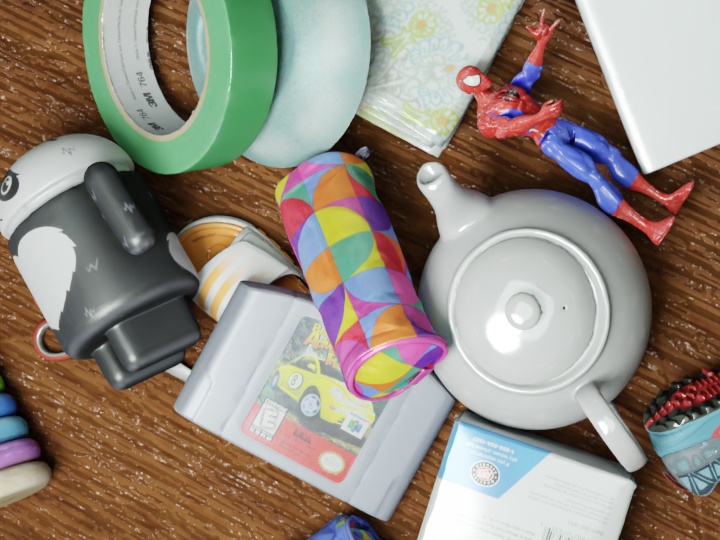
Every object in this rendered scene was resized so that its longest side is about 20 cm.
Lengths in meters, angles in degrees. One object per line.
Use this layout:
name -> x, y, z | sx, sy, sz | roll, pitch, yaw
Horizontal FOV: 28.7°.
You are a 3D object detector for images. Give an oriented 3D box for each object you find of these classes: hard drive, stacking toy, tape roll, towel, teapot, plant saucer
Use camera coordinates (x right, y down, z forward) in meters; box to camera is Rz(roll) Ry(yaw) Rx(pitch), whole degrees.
hard drive -> 0.242, -0.193, 1.081 | 0.130, 0.026, 0.202 | -22, 96, 9
stacking toy -> -0.329, 0.098, 1.181 | 0.084, 0.085, 0.202 | -23, 80, 9
tape roll -> -0.145, -0.178, 1.100 | 0.199, 0.048, 0.203 | 15, 111, 44
towel -> 0.037, -0.215, 1.126 | 0.170, 0.048, 0.202 | 29, 95, 6
teapot -> 0.131, 0.034, 1.058 | 0.197, 0.146, 0.200 | 10, 92, 9
plant saucer -> -0.079, -0.180, 1.101 | 0.199, 0.038, 0.204 | 10, 105, 39

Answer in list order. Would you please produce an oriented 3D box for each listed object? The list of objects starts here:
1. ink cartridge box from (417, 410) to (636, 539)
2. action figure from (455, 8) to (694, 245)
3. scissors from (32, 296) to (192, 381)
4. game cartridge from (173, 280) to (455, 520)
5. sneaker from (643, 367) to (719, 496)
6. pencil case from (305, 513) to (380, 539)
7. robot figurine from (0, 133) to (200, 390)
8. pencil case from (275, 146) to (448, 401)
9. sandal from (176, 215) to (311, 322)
ink cartridge box -> 0.113, 0.229, 1.091 | 0.143, 0.084, 0.203 | 18, 93, 6
action figure -> 0.163, -0.113, 1.056 | 0.199, 0.099, 0.065 | 31, 52, 8
scissors -> -0.188, 0.057, 1.182 | 0.197, 0.014, 0.074 | 13, 90, 12
game cartridge -> -0.031, 0.097, 1.112 | 0.198, 0.041, 0.134 | 28, 91, -11
sneaker -> 0.319, 0.109, 1.072 | 0.198, 0.079, 0.096 | -21, 110, 7
pencil case -> -0.067, 0.267, 1.129 | 0.198, 0.078, 0.088 | -29, 67, 10
robot figurine -> -0.207, -0.010, 1.109 | 0.149, 0.125, 0.201 | -34, 80, 17
pencil case -> 0.000, 0.000, 1.067 | 0.088, 0.088, 0.202 | -26, 55, 9
sandal -> -0.071, 0.027, 1.137 | 0.206, 0.059, 0.080 | 35, 97, 9
